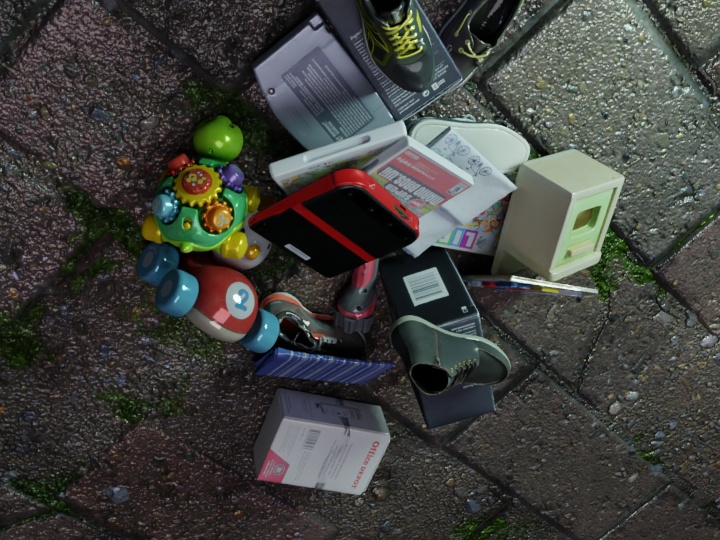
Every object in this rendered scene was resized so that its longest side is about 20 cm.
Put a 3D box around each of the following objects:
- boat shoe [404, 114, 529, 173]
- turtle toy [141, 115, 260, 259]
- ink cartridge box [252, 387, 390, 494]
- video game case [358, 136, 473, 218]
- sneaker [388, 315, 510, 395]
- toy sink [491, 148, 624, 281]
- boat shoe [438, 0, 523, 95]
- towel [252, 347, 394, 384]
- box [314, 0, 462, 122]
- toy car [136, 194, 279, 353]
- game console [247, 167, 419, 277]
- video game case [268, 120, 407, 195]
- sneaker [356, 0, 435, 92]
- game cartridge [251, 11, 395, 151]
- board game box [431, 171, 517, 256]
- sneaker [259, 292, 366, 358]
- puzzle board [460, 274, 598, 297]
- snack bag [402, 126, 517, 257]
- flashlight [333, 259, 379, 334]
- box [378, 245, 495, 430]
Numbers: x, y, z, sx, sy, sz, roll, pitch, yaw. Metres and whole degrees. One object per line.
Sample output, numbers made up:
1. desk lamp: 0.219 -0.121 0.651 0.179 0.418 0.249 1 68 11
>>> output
1. boat shoe: 0.151 -0.185 1.303 0.198 0.062 0.076 1 112 -20
2. turtle toy: -0.209 -0.113 1.202 0.144 0.202 0.101 11 151 2
3. ink cartridge box: -0.069 0.297 1.550 0.198 0.083 0.147 13 118 -21
4. video game case: 0.035 -0.100 1.223 0.199 0.018 0.142 -30 144 33
5. sneaker: 0.133 0.141 1.244 0.198 0.107 0.075 20 118 -23
6. toy sink: 0.298 -0.062 1.360 0.130 0.112 0.202 -17 132 -38
7. boat shoe: 0.156 -0.323 1.218 0.071 0.061 0.202 19 116 -24
8. towel: -0.063 0.152 1.448 0.198 0.024 0.145 8 160 -19
9. box: 0.024 -0.315 1.138 0.104 0.148 0.200 -33 125 9
10. toy car: -0.179 -0.019 1.279 0.184 0.177 0.201 29 100 -39
11. game console: -0.029 -0.061 1.230 0.176 0.031 0.200 -21 148 25
12. video game case: -0.021 -0.142 1.224 0.180 0.200 0.023 -18 83 3
13. sneaker: 0.033 -0.281 1.022 0.074 0.085 0.201 -28 124 6
14. game cartridge: -0.052 -0.239 1.237 0.133 0.041 0.200 -37 123 7
15. board game box: 0.155 -0.099 1.379 0.198 0.034 0.135 9 120 -19
16. sneaker: -0.073 0.110 1.428 0.199 0.082 0.077 25 114 -26
17. puzzle board: 0.251 0.025 1.397 0.149 0.200 0.018 9 88 -19
18. snack bag: 0.101 -0.104 1.285 0.199 0.022 0.188 -34 141 22
19. flashlight: 0.000 0.000 1.386 0.067 0.068 0.202 0 124 -12
20. box: 0.118 0.101 1.400 0.116 0.197 0.201 -17 125 -2
